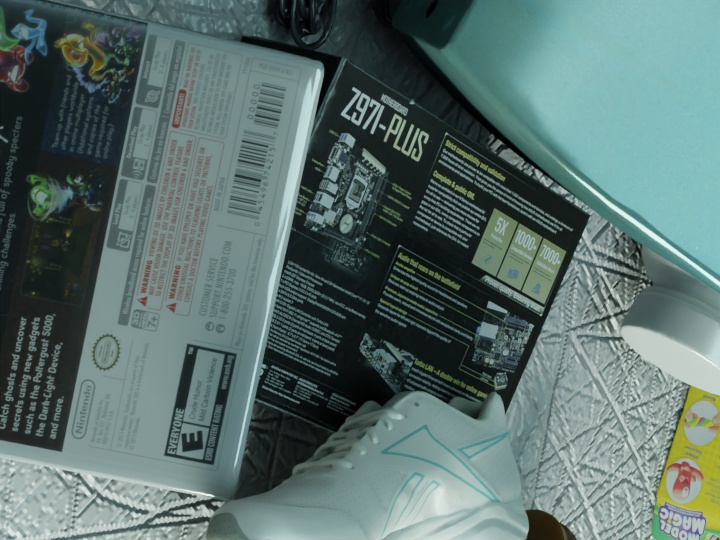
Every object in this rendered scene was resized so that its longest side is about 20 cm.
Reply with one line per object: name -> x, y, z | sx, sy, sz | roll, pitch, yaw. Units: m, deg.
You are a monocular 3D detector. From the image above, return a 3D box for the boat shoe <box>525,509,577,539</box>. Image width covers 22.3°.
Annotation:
boat shoe -> 0.072, 0.237, 1.070 | 0.070, 0.070, 0.201 | 35, 86, -45

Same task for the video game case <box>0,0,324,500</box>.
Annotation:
video game case -> -0.124, -0.013, 0.804 | 0.180, 0.023, 0.202 | 12, 95, -9

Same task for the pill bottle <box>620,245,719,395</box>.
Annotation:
pill bottle -> 0.239, -0.030, 1.107 | 0.112, 0.112, 0.201 | 40, 75, -39

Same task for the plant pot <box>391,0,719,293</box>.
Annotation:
plant pot -> 0.126, -0.105, 0.916 | 0.199, 0.141, 0.142 | 29, 96, -22

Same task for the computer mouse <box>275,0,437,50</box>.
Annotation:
computer mouse -> 0.045, -0.186, 0.945 | 0.198, 0.046, 0.142 | -3, 111, -29

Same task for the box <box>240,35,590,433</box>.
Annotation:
box -> 0.000, 0.000, 0.929 | 0.199, 0.086, 0.165 | 27, 85, -41

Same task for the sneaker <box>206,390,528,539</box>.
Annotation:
sneaker -> 0.002, 0.099, 0.863 | 0.199, 0.070, 0.081 | -2, 88, -48

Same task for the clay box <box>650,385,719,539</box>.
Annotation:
clay box -> 0.263, 0.095, 1.160 | 0.047, 0.114, 0.202 | 15, 93, -42

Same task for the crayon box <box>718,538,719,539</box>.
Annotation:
crayon box -> 0.302, 0.180, 1.213 | 0.058, 0.118, 0.202 | -5, 105, -39
